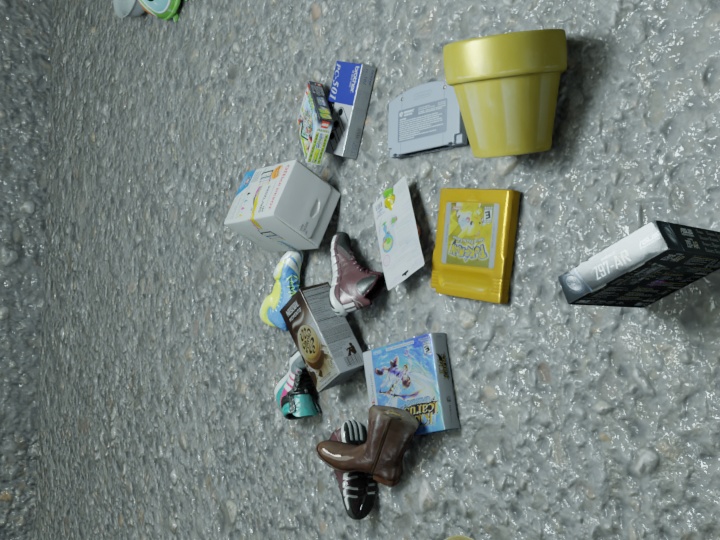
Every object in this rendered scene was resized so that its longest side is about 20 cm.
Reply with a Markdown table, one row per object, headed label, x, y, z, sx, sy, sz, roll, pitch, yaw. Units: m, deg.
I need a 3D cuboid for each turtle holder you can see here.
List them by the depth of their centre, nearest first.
| label | x | y | z | sx | sy | sz | roll | pitch | yaw |
| --- | --- | --- | --- | --- | --- | --- | --- | --- | --- |
| turtle holder | -0.603 | -0.856 | 2.367 | 0.185 | 0.132 | 0.141 | -31 | 63 | 44 |

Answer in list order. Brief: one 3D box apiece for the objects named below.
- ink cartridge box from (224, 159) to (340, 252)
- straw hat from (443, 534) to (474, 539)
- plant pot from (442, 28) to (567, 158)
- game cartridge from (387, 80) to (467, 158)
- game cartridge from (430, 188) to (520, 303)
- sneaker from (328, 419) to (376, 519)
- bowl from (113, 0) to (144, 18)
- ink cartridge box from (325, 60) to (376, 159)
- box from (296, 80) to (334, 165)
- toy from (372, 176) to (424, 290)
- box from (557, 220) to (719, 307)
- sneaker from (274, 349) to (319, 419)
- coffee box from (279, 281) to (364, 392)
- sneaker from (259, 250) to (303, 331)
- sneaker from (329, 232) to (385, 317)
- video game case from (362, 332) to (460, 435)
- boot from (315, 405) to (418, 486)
| label | x | y | z | sx | sy | sz | roll | pitch | yaw |
| --- | --- | --- | --- | --- | --- | --- | --- | --- | --- |
| ink cartridge box | -0.176 | -0.140 | 1.756 | 0.200 | 0.145 | 0.148 | -4 | 59 | 49 |
| straw hat | 0.197 | 0.553 | 1.327 | 0.201 | 0.085 | 0.202 | -12 | 73 | 44 |
| plant pot | 0.244 | -0.288 | 1.289 | 0.201 | 0.200 | 0.189 | 5 | 106 | 50 |
| game cartridge | 0.132 | -0.298 | 1.527 | 0.200 | 0.040 | 0.134 | -2 | 89 | 49 |
| game cartridge | 0.204 | -0.049 | 1.420 | 0.176 | 0.032 | 0.201 | 8 | 91 | 50 |
| sneaker | -0.030 | 0.422 | 1.626 | 0.115 | 0.076 | 0.200 | -35 | 50 | 48 |
| bowl | -0.726 | -0.916 | 2.549 | 0.201 | 0.090 | 0.202 | -7 | 80 | 50 |
| ink cartridge box | -0.031 | -0.353 | 1.714 | 0.094 | 0.044 | 0.201 | 24 | 105 | 47 |
| box | -0.103 | -0.331 | 1.741 | 0.200 | 0.035 | 0.110 | -106 | 30 | -53 |
| toy | 0.085 | -0.072 | 1.550 | 0.115 | 0.047 | 0.200 | -39 | 55 | 44 |
| box | 0.393 | -0.003 | 1.064 | 0.160 | 0.200 | 0.044 | -38 | 60 | 41 |
| sneaker | -0.128 | 0.265 | 1.734 | 0.200 | 0.083 | 0.121 | -61 | 41 | 37 |
| coffee box | -0.080 | 0.140 | 1.654 | 0.113 | 0.080 | 0.200 | -47 | 65 | 49 |
| sneaker | -0.158 | 0.052 | 1.818 | 0.105 | 0.076 | 0.200 | 34 | 112 | 26 |
| sneaker | 0.000 | 0.000 | 1.629 | 0.115 | 0.076 | 0.200 | -13 | 57 | 19 |
| video game case | 0.093 | 0.229 | 1.512 | 0.200 | 0.045 | 0.182 | -23 | 70 | 46 |
| boot | 0.009 | 0.315 | 1.490 | 0.186 | 0.064 | 0.200 | 16 | 133 | 8 |
